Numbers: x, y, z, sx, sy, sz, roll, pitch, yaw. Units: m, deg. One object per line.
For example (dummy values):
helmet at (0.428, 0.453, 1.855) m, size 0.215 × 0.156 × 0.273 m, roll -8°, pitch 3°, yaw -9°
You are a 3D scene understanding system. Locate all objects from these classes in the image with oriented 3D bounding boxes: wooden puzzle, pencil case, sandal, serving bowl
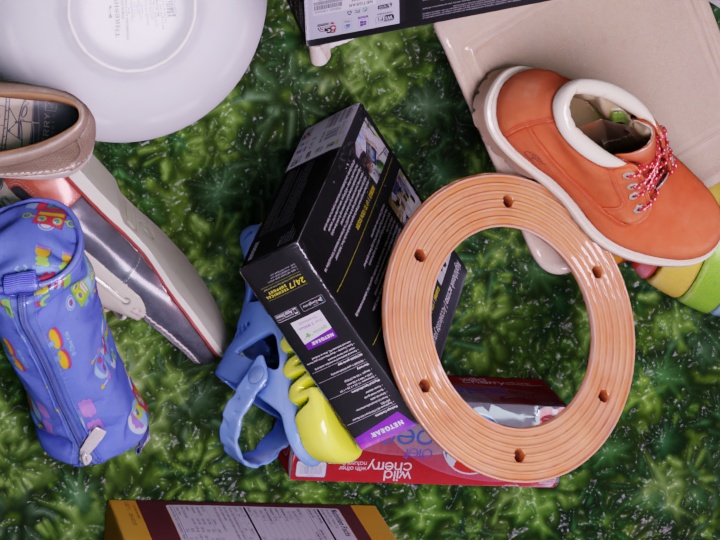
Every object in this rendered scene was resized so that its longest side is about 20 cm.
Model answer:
wooden puzzle at (0.159, -0.125, 1.590) m, size 0.184 × 0.037 × 0.201 m, roll -30°, pitch 108°, yaw -13°
pencil case at (-0.195, 0.048, 1.548) m, size 0.078 × 0.087 × 0.201 m, roll -11°, pitch 136°, yaw 3°
sandal at (-0.061, 0.052, 1.576) m, size 0.087 × 0.201 × 0.080 m, roll -26°, pitch 137°, yaw 16°
serving bowl at (-0.153, -0.176, 1.549) m, size 0.199 × 0.066 × 0.201 m, roll -4°, pitch 106°, yaw -14°

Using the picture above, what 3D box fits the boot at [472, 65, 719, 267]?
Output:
boot at (0.174, -0.062, 1.528) m, size 0.199 × 0.107 × 0.075 m, roll 32°, pitch 76°, yaw -26°

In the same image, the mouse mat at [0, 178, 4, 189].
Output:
mouse mat at (-0.337, -0.106, 1.517) m, size 0.199 × 0.008 × 0.162 m, roll -11°, pitch 81°, yaw -11°

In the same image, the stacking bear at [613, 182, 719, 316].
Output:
stacking bear at (0.231, -0.025, 1.665) m, size 0.199 × 0.122 × 0.114 m, roll 17°, pitch 63°, yaw -7°

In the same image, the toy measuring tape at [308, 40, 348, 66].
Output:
toy measuring tape at (0.066, -0.167, 1.600) m, size 0.199 × 0.074 × 0.074 m, roll -24°, pitch 109°, yaw -9°

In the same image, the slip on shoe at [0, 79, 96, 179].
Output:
slip on shoe at (-0.265, -0.088, 1.490) m, size 0.199 × 0.061 × 0.077 m, roll 3°, pitch 79°, yaw -8°

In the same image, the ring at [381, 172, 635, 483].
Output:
ring at (0.095, 0.037, 1.535) m, size 0.199 × 0.019 × 0.202 m, roll 7°, pitch 77°, yaw -32°

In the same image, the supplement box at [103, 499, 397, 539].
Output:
supplement box at (-0.077, 0.275, 1.652) m, size 0.199 × 0.133 × 0.199 m, roll 3°, pitch 104°, yaw -14°

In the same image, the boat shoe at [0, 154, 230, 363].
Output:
boat shoe at (-0.163, -0.006, 1.590) m, size 0.062 × 0.071 × 0.200 m, roll -36°, pitch 115°, yaw 10°

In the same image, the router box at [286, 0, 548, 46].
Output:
router box at (0.039, -0.225, 1.533) m, size 0.199 × 0.158 × 0.052 m, roll -11°, pitch 133°, yaw -10°

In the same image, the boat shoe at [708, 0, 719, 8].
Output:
boat shoe at (0.270, -0.210, 1.589) m, size 0.200 × 0.071 × 0.071 m, roll 1°, pitch 80°, yaw -56°

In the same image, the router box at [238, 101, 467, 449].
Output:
router box at (0.000, 0.000, 1.564) m, size 0.051 × 0.200 × 0.150 m, roll -24°, pitch 111°, yaw 24°

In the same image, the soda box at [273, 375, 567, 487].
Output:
soda box at (0.041, 0.111, 1.671) m, size 0.199 × 0.070 × 0.064 m, roll 4°, pitch 103°, yaw -14°
